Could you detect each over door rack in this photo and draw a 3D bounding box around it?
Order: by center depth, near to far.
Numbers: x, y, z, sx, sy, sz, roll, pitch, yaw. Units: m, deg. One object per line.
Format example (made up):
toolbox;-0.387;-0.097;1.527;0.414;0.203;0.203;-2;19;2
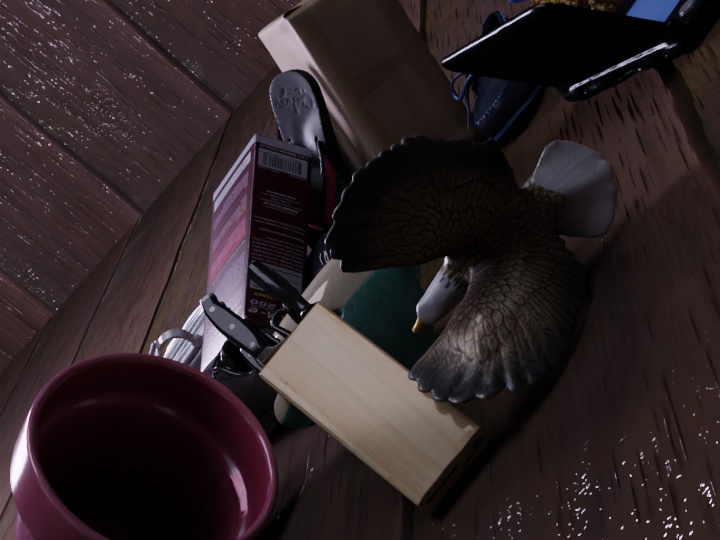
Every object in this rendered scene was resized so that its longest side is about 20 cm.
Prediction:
over door rack;-0.174;0.167;1.670;0.200;0.066;0.148;-55;34;40

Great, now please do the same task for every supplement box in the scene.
supplement box;-0.093;-0.008;1.720;0.109;0.061;0.201;131;149;-50

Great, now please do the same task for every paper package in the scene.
paper package;0.005;-0.178;1.841;0.103;0.200;0.191;-35;8;-9

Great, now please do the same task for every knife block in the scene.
knife block;-0.019;0.067;1.243;0.064;0.175;0.200;-51;12;-4

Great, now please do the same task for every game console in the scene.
game console;0.184;-0.209;1.503;0.176;0.116;0.200;-54;13;-18

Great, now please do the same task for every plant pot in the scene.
plant pot;-0.184;0.194;1.481;0.179;0.200;0.200;-61;2;39

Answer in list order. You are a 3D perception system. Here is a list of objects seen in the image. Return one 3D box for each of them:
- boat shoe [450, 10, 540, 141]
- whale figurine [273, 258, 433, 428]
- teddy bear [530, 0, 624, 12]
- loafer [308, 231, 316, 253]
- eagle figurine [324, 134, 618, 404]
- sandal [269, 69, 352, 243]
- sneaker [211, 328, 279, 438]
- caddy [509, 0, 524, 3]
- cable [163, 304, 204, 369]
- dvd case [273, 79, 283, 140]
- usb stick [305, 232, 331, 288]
boat shoe;0.120;-0.178;1.767;0.084;0.069;0.200;-45;12;21
whale figurine;0.002;0.062;1.441;0.159;0.104;0.200;-52;-13;-9
teddy bear;0.212;-0.270;1.711;0.200;0.067;0.145;-32;23;53
loafer;-0.034;-0.048;1.951;0.072;0.063;0.200;-51;11;0
eagle figurine;0.075;-0.009;1.230;0.200;0.151;0.152;-29;-51;-73
sandal;-0.044;-0.087;1.787;0.075;0.201;0.045;-9;18;38
sneaker;-0.092;0.097;1.641;0.200;0.091;0.076;-36;19;53
caddy;0.208;-0.348;1.905;0.200;0.105;0.141;-44;-10;29
cable;-0.150;0.088;1.897;0.200;0.069;0.200;-51;8;26
dvd case;-0.072;-0.073;1.892;0.149;0.016;0.201;98;168;-80
usb stick;-0.062;0.046;1.736;0.200;0.033;0.056;-57;21;36
